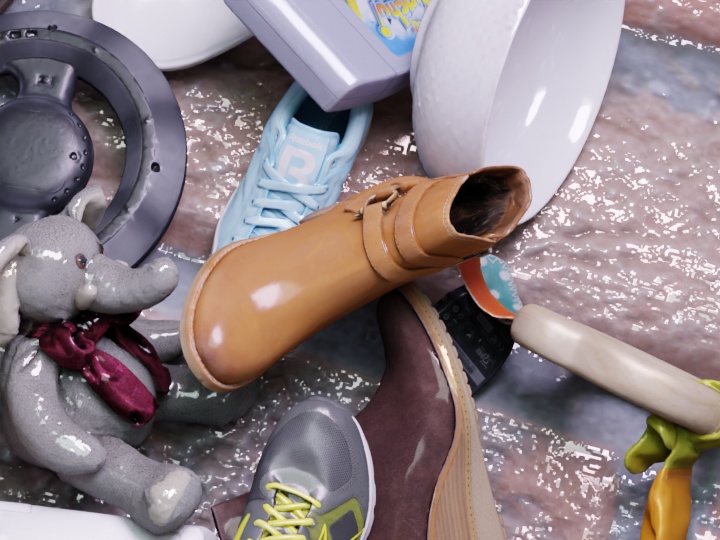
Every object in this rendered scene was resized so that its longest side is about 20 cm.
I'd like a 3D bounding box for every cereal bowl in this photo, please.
[{"bbox_3d":[0.088,-0.133,1.654,0.083,0.200,0.200,20,65,21],"label":"cereal bowl"}]

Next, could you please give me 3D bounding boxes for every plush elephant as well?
[{"bbox_3d":[-0.162,0.034,1.570,0.199,0.155,0.165,14,32,17],"label":"plush elephant"}]

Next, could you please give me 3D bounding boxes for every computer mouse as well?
[{"bbox_3d":[0.020,0.077,1.641,0.200,0.034,0.059,-39,100,-13],"label":"computer mouse"}]

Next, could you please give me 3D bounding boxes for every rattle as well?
[{"bbox_3d":[0.123,0.087,1.607,0.199,0.130,0.143,23,109,-4],"label":"rattle"}]

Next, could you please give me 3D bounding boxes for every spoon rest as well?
[{"bbox_3d":[-0.077,-0.170,1.734,0.199,0.061,0.100,6,64,-1],"label":"spoon rest"}]

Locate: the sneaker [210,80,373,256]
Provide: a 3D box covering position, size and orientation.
[{"bbox_3d":[-0.047,-0.056,1.669,0.074,0.082,0.201,16,65,6],"label":"sneaker"}]

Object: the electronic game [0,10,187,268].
[{"bbox_3d":[-0.209,-0.071,1.688,0.199,0.042,0.201,-1,73,2],"label":"electronic game"}]

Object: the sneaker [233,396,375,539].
[{"bbox_3d":[-0.042,0.170,1.513,0.074,0.085,0.201,13,85,9],"label":"sneaker"}]

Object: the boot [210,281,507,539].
[{"bbox_3d":[-0.010,0.118,1.579,0.166,0.072,0.201,-15,82,-5],"label":"boot"}]

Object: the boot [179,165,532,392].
[{"bbox_3d":[0.000,0.000,1.540,0.200,0.155,0.077,-31,103,-46],"label":"boot"}]

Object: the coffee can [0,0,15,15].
[{"bbox_3d":[-0.322,-0.246,1.712,0.146,0.146,0.200,-39,71,-18],"label":"coffee can"}]

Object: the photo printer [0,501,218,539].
[{"bbox_3d":[-0.175,0.239,1.531,0.166,0.070,0.201,6,65,0],"label":"photo printer"}]

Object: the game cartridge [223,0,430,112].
[{"bbox_3d":[0.002,-0.180,1.693,0.133,0.040,0.200,49,39,-1],"label":"game cartridge"}]
